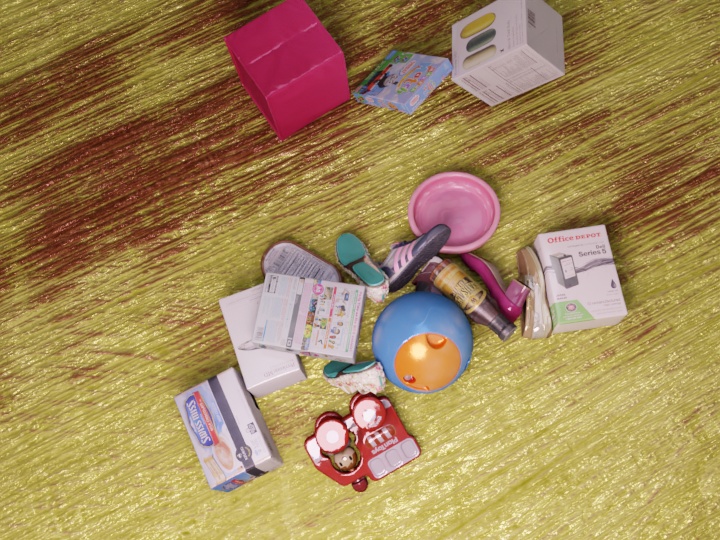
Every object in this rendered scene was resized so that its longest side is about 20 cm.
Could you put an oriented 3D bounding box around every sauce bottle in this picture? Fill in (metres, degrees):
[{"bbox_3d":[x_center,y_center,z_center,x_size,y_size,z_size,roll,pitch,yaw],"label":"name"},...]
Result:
[{"bbox_3d":[0.227,0.059,1.497,0.066,0.066,0.200,-44,68,-11],"label":"sauce bottle"}]

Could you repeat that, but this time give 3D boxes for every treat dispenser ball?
[{"bbox_3d":[0.122,0.142,1.482,0.200,0.201,0.202,-1,71,3],"label":"treat dispenser ball"}]

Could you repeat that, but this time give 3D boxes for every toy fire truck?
[{"bbox_3d":[0.000,0.343,1.479,0.200,0.112,0.168,-30,90,-6],"label":"toy fire truck"}]

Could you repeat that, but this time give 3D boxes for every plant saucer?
[{"bbox_3d":[0.204,-0.121,1.637,0.200,0.051,0.201,-3,64,6],"label":"plant saucer"}]

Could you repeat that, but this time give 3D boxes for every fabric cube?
[{"bbox_3d":[-0.163,-0.461,1.714,0.199,0.196,0.200,-33,73,-6],"label":"fabric cube"}]

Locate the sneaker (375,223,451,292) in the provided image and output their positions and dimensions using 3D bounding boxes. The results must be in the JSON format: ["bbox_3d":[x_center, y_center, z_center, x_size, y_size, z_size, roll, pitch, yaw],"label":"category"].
[{"bbox_3d":[0.103,-0.044,1.577,0.200,0.070,0.082,-45,60,25],"label":"sneaker"}]

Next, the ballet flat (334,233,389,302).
[{"bbox_3d":[0.000,0.000,1.590,0.075,0.064,0.200,-22,43,-10],"label":"ballet flat"}]

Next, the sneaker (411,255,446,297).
[{"bbox_3d":[0.188,0.071,1.580,0.116,0.076,0.200,-44,68,0],"label":"sneaker"}]

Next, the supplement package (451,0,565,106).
[{"bbox_3d":[0.326,-0.492,1.666,0.200,0.150,0.152,-16,64,44],"label":"supplement package"}]

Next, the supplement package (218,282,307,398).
[{"bbox_3d":[-0.200,0.144,1.547,0.116,0.117,0.201,-21,71,-4],"label":"supplement package"}]

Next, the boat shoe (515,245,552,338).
[{"bbox_3d":[0.348,0.046,1.567,0.066,0.074,0.201,-7,70,-4],"label":"boat shoe"}]

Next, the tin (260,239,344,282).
[{"bbox_3d":[-0.128,0.011,1.632,0.200,0.042,0.112,30,80,13],"label":"tin"}]

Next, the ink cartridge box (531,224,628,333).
[{"bbox_3d":[0.453,0.017,1.564,0.145,0.084,0.201,-8,70,0],"label":"ink cartridge box"}]

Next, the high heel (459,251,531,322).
[{"bbox_3d":[0.262,0.034,1.570,0.200,0.067,0.096,40,105,47],"label":"high heel"}]

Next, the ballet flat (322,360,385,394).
[{"bbox_3d":[-0.015,0.216,1.488,0.075,0.200,0.064,-30,99,-26],"label":"ballet flat"}]

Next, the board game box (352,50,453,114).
[{"bbox_3d":[0.094,-0.434,1.716,0.151,0.037,0.200,-48,41,-12],"label":"board game box"}]

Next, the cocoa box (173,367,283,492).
[{"bbox_3d":[-0.259,0.317,1.482,0.131,0.133,0.200,-26,71,-4],"label":"cocoa box"}]

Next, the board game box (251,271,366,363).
[{"bbox_3d":[-0.098,0.092,1.467,0.199,0.064,0.148,9,72,6],"label":"board game box"}]
